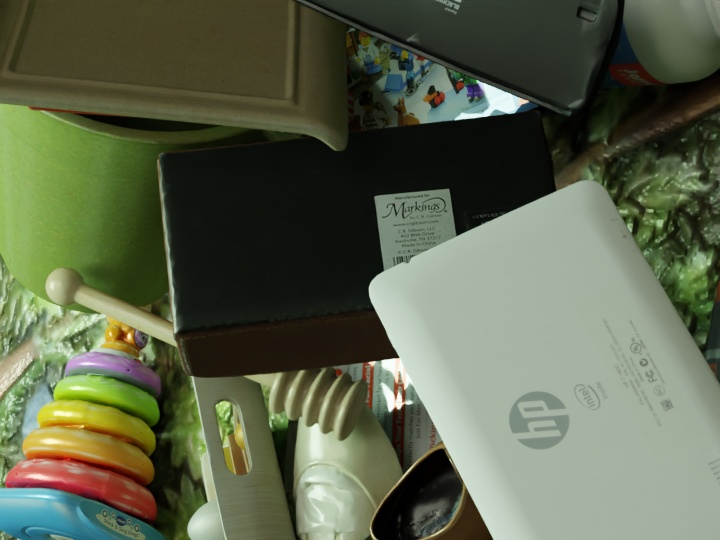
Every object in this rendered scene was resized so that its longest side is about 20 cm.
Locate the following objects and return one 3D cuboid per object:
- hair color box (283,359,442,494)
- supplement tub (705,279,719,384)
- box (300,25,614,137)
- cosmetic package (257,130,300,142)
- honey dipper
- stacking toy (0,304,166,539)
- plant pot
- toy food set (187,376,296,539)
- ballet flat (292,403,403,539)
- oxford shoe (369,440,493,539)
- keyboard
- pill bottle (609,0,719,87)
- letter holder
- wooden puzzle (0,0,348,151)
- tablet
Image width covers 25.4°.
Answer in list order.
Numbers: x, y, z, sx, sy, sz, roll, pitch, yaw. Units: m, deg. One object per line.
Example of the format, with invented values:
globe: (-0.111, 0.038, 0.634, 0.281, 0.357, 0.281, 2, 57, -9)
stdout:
hair color box: (0.049, 0.079, 0.960, 0.200, 0.064, 0.111, -7, 75, 37)
supplement tub: (0.214, 0.103, 0.786, 0.107, 0.107, 0.200, 5, 82, 41)
box: (0.037, -0.134, 0.908, 0.200, 0.038, 0.137, -21, 83, 42)
cosmetic package: (-0.051, -0.056, 1.054, 0.071, 0.105, 0.200, -54, 50, 18)
honey dipper: (-0.092, 0.043, 0.913, 0.200, 0.038, 0.038, 21, 93, 15)
stacking toy: (-0.182, 0.098, 1.139, 0.110, 0.116, 0.200, -6, 61, 38)
plant pot: (-0.148, -0.079, 0.959, 0.200, 0.200, 0.190, 60, 147, 33)
toy food set: (-0.083, 0.141, 0.992, 0.060, 0.200, 0.144, -11, 63, -10)
ballet flat: (-0.002, 0.167, 0.923, 0.069, 0.069, 0.200, -5, 106, 39)
oxford shoe: (0.086, 0.094, 0.842, 0.200, 0.071, 0.071, -45, 54, 19)
keyboard: (0.048, -0.163, 0.832, 0.200, 0.040, 0.104, 26, 112, 15)
pill bottle: (0.149, -0.160, 0.907, 0.200, 0.112, 0.112, 1, 79, 41)
letter holder: (0.000, 0.000, 0.867, 0.200, 0.142, 0.101, -7, 69, -4)
wooden puzzle: (-0.105, -0.125, 0.839, 0.185, 0.200, 0.037, -92, 13, -53)
tablet: (0.102, 0.063, 0.749, 0.130, 0.014, 0.200, -25, 70, -8)
